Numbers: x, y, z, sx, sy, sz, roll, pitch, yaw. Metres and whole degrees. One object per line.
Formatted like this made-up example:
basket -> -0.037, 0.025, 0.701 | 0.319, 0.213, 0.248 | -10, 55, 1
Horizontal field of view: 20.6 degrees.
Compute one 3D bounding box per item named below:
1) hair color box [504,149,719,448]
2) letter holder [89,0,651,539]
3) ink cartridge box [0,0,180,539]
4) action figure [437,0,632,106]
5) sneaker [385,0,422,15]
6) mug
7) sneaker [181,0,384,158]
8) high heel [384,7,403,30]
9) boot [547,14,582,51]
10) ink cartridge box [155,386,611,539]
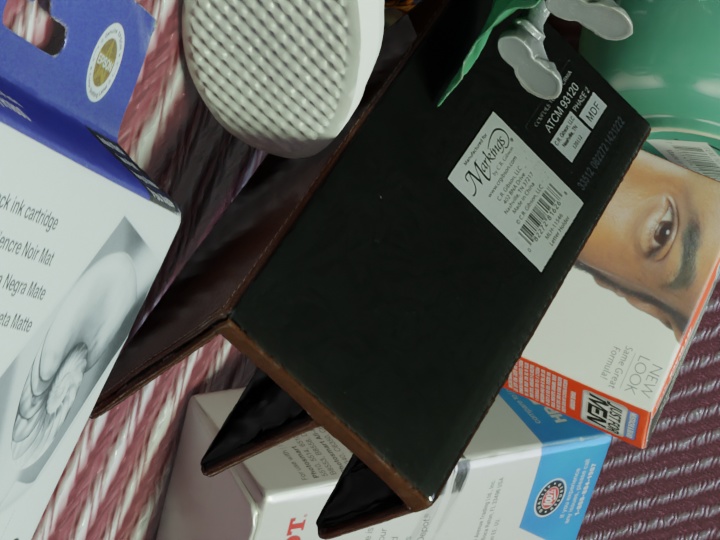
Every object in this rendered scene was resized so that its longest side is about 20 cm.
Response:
hair color box -> 0.058, -0.016, 0.880 | 0.064, 0.199, 0.111 | 79, 36, -70
letter holder -> 0.000, 0.000, 0.773 | 0.142, 0.101, 0.200 | -30, -159, 53
ink cartridge box -> -0.109, 0.003, 0.566 | 0.200, 0.040, 0.201 | 28, 85, -78
action figure -> 0.095, -0.153, 0.740 | 0.118, 0.055, 0.201 | -36, -156, 49
sneaker -> 0.020, -0.140, 0.816 | 0.077, 0.078, 0.200 | -49, 162, -11
mug -> 0.188, -0.089, 0.878 | 0.152, 0.184, 0.115 | 121, -11, -76
sneaker -> -0.010, -0.127, 0.679 | 0.082, 0.074, 0.201 | -54, 164, -39
high heel -> 0.070, -0.054, 0.987 | 0.143, 0.199, 0.072 | -48, -153, 46
boot -> 0.166, -0.070, 1.063 | 0.064, 0.199, 0.187 | -62, 168, -14
ink cartridge box -> 0.005, 0.126, 0.963 | 0.199, 0.084, 0.147 | -5, 126, -32
